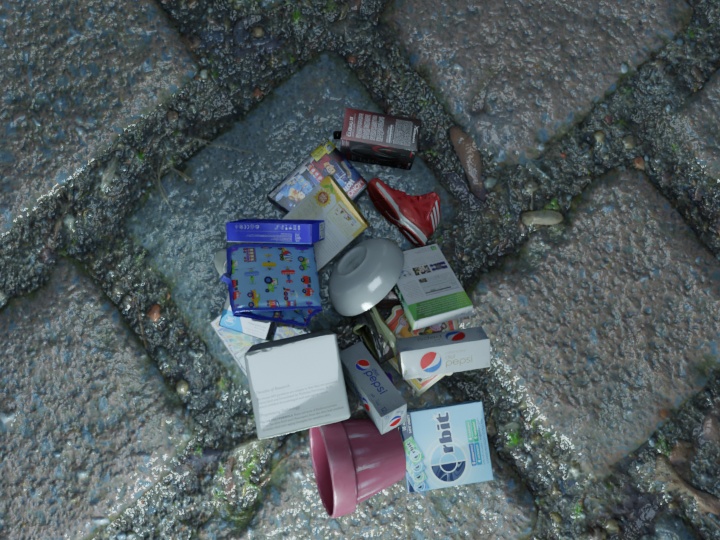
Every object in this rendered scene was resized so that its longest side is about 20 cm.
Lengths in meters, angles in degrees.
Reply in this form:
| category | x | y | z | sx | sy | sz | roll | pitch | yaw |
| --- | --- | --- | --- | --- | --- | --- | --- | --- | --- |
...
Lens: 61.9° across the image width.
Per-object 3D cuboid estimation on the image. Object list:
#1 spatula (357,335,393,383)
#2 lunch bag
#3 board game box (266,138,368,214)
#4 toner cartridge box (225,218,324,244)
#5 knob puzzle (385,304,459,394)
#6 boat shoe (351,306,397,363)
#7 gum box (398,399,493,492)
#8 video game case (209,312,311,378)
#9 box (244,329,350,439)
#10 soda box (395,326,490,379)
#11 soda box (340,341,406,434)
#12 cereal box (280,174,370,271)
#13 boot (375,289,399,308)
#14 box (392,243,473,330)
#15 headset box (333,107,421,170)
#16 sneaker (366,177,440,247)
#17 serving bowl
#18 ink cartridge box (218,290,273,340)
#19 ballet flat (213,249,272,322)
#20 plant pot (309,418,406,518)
| category | x | y | z | sx | sy | sz | roll | pitch | yaw |
| --- | --- | --- | --- | --- | --- | --- | --- | --- | --- |
| spatula | 0.032 | 0.208 | 1.380 | 0.020 | 0.056 | 0.203 | -35 | 78 | 25 |
| lunch bag | -0.190 | 0.023 | 1.238 | 0.195 | 0.094 | 0.154 | 7 | 59 | -29 |
| board game box | -0.083 | -0.163 | 1.408 | 0.199 | 0.062 | 0.201 | -42 | 87 | -6 |
| toner cartridge box | -0.183 | -0.086 | 1.300 | 0.194 | 0.095 | 0.045 | 2 | 99 | 15 |
| knob puzzle | 0.138 | 0.158 | 1.345 | 0.213 | 0.030 | 0.227 | 5 | 105 | 19 |
| boat shoe | 0.011 | 0.119 | 1.347 | 0.065 | 0.072 | 0.202 | -26 | 65 | -28 |
| gum box | 0.190 | 0.396 | 1.358 | 0.194 | 0.045 | 0.175 | -7 | 84 | -2 |
| video game case | -0.221 | 0.146 | 1.387 | 0.181 | 0.022 | 0.202 | -37 | 86 | -5 |
| box | -0.135 | 0.231 | 1.273 | 0.194 | 0.199 | 0.177 | -12 | 89 | -7 |
| soda box | 0.176 | 0.176 | 1.286 | 0.194 | 0.064 | 0.070 | -8 | 110 | -3 |
| soda box | 0.023 | 0.251 | 1.302 | 0.067 | 0.065 | 0.200 | -22 | 45 | -21 |
| cereal box | -0.095 | -0.093 | 1.347 | 0.199 | 0.040 | 0.145 | -39 | 90 | 17 |
| boot | 0.113 | 0.092 | 1.384 | 0.194 | 0.064 | 0.192 | 6 | 78 | -1 |
| box | 0.144 | 0.032 | 1.335 | 0.140 | 0.037 | 0.202 | -12 | 47 | -14 |
| headset box | 0.033 | -0.302 | 1.384 | 0.194 | 0.149 | 0.077 | 9 | 83 | -1 |
| sneaker | 0.109 | -0.163 | 1.405 | 0.201 | 0.078 | 0.116 | 48 | 72 | -19 |
| serving bowl | 0.000 | 0.000 | 1.320 | 0.200 | 0.199 | 0.066 | -47 | 119 | -5 |
| ink cartridge box | -0.234 | 0.044 | 1.355 | 0.113 | 0.068 | 0.206 | 16 | 82 | 0 |
| ballet flat | -0.241 | 0.027 | 1.290 | 0.069 | 0.069 | 0.200 | -42 | 86 | -6 |
| plant pot | -0.003 | 0.403 | 1.289 | 0.174 | 0.200 | 0.206 | -8 | 83 | -18 |
